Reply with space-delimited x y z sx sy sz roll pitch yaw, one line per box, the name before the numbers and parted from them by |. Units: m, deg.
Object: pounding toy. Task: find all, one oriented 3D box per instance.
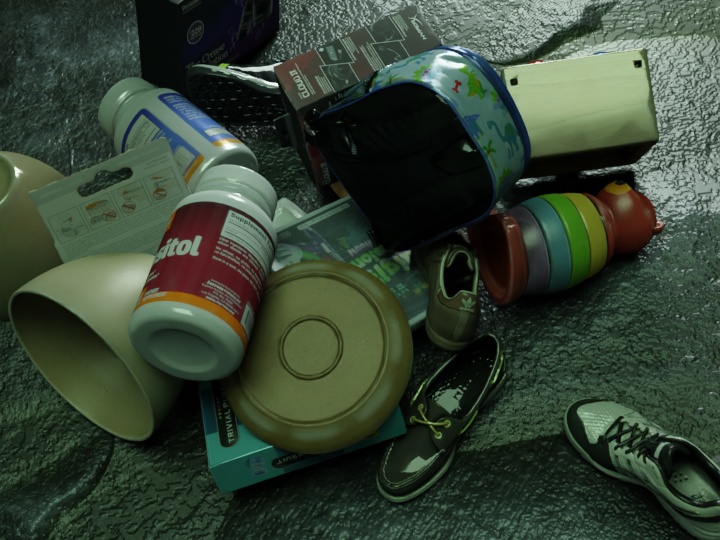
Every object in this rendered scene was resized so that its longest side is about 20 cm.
pounding toy | 0.223 -0.187 1.286 0.182 0.200 0.144 -7 86 4

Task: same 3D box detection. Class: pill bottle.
pill bottle | -0.146 -0.003 1.105 0.112 0.113 0.201 5 51 11
pill bottle | -0.226 -0.150 1.362 0.112 0.112 0.200 -42 61 -17

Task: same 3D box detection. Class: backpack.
backpack | 0.076 -0.135 1.154 0.147 0.199 0.184 -43 106 -35

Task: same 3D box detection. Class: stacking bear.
stacking bear | 0.231 -0.040 1.230 0.198 0.115 0.121 -16 21 -13

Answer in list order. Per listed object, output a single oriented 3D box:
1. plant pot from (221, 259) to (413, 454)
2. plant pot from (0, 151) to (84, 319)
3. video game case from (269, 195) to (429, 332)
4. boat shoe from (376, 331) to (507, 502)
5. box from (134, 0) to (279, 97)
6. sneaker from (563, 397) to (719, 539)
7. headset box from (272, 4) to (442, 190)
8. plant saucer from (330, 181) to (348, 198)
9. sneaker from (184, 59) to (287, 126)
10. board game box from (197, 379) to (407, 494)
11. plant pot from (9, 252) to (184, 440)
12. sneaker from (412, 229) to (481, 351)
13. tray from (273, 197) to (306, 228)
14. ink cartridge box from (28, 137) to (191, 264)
plant pot | -0.047 0.079 1.118 0.198 0.028 0.202 -3 69 8
plant pot | -0.425 -0.062 1.326 0.198 0.135 0.202 -4 59 6
video game case | 0.000 0.000 1.225 0.182 0.023 0.199 44 44 20
boat shoe | 0.081 0.147 1.163 0.071 0.061 0.202 30 67 23
box | -0.189 -0.332 1.422 0.078 0.142 0.200 26 49 23
sneaker | 0.288 0.177 1.099 0.199 0.088 0.076 33 70 26
headset box | -0.003 -0.191 1.290 0.198 0.149 0.078 -24 57 -6
plant saucer | 0.050 -0.154 1.368 0.198 0.038 0.202 -4 58 6
sneaker | -0.121 -0.227 1.411 0.198 0.072 0.083 10 42 -13
board game box | -0.066 0.133 1.176 0.198 0.047 0.152 -18 40 0
plant pot | -0.250 0.060 1.191 0.199 0.201 0.135 28 53 23
sneaker | 0.103 -0.007 1.204 0.070 0.076 0.201 11 41 -15
tray | -0.062 -0.004 1.301 0.107 0.022 0.200 -42 62 -16
ink cartridge box | -0.258 -0.047 1.252 0.160 0.201 0.050 -24 38 -7
